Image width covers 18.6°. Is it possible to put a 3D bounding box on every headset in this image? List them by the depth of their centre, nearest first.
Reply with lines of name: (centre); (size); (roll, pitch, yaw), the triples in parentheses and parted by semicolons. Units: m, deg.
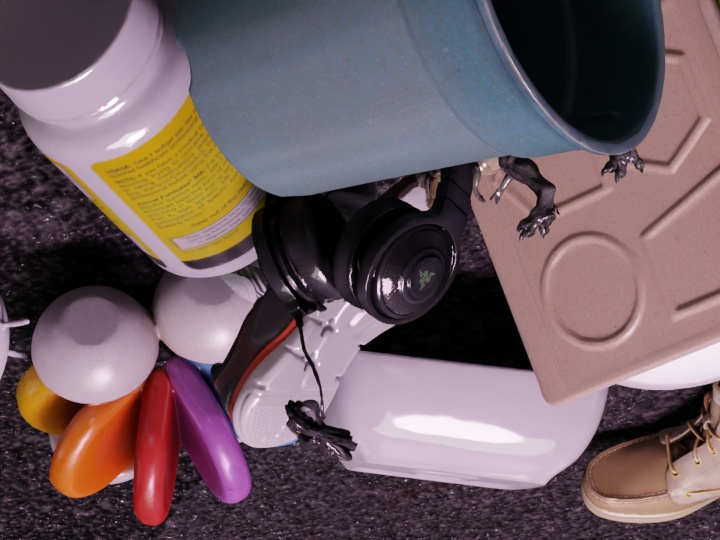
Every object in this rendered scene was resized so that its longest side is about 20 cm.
headset: (0.000, 0.000, 1.220); (0.123, 0.201, 0.094); (4, 156, 36)

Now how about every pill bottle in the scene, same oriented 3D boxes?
pill bottle: (-0.121, -0.088, 1.233); (0.114, 0.115, 0.200); (-16, 147, 18)

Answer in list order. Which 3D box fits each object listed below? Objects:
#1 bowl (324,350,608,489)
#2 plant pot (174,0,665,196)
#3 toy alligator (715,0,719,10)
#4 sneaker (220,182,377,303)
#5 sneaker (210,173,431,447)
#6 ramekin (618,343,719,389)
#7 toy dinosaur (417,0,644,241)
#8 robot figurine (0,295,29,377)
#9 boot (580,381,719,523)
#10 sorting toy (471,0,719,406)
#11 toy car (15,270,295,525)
bowl: (0.061, 0.108, 1.535); (0.199, 0.075, 0.200); (8, 173, -7)
plant pot: (0.023, -0.132, 1.124); (0.195, 0.201, 0.200); (-16, 147, 31)
toy alligator: (0.195, -0.198, 1.146); (0.054, 0.059, 0.200); (-23, 147, 4)
sneaker: (-0.022, -0.017, 1.395); (0.115, 0.075, 0.200); (-19, 143, 26)
sneaker: (-0.023, 0.008, 1.309); (0.200, 0.082, 0.077); (-48, 134, 1)
ramekin: (0.186, -0.023, 1.329); (0.199, 0.098, 0.201); (-1, 127, -1)
toy dinosaur: (0.103, -0.074, 1.202); (0.047, 0.088, 0.200); (6, 139, -49)
robot figurine: (-0.315, 0.043, 1.419); (0.199, 0.114, 0.170); (1, 171, -9)
boot: (0.260, 0.122, 1.656); (0.199, 0.073, 0.156); (-9, 148, 5)
sorting toy: (0.150, -0.040, 1.223); (0.200, 0.186, 0.036); (-26, 171, 38)
toy car: (-0.123, 0.092, 1.467); (0.199, 0.150, 0.175); (-18, 149, -11)
